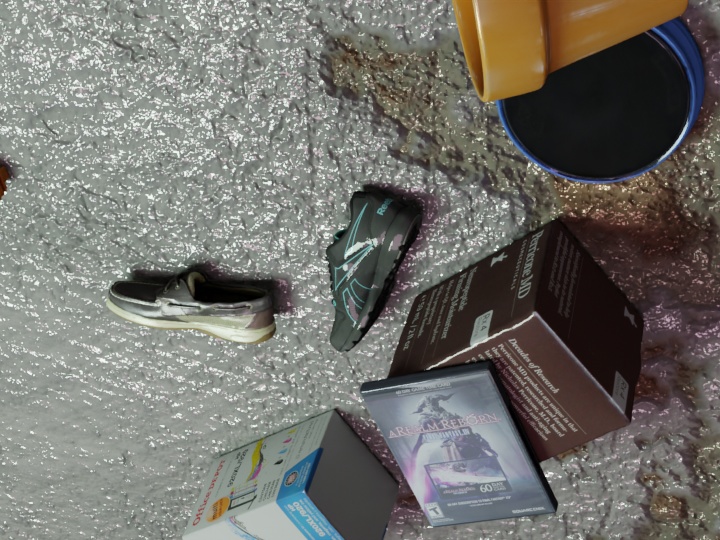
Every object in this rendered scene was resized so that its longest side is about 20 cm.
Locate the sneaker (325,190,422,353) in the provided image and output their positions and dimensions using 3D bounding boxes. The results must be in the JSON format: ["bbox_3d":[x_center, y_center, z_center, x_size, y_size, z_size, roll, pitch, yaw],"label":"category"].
[{"bbox_3d":[0.000,0.000,1.487,0.079,0.075,0.200,29,122,9],"label":"sneaker"}]

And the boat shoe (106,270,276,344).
[{"bbox_3d":[-0.191,0.031,1.565,0.199,0.073,0.065,9,117,6],"label":"boat shoe"}]

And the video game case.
[{"bbox_3d":[0.102,0.182,1.404,0.142,0.019,0.200,-12,124,25],"label":"video game case"}]

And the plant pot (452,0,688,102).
[{"bbox_3d":[0.172,-0.259,1.160,0.183,0.200,0.201,-12,124,1],"label":"plant pot"}]

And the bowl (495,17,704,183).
[{"bbox_3d":[0.222,-0.170,1.300,0.200,0.039,0.201,8,128,11],"label":"bowl"}]

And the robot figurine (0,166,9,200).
[{"bbox_3d":[-0.503,-0.118,1.537,0.199,0.058,0.145,-1,127,11],"label":"robot figurine"}]

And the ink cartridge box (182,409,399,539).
[{"bbox_3d":[-0.085,0.294,1.676,0.200,0.147,0.145,-25,116,30],"label":"ink cartridge box"}]

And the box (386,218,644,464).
[{"bbox_3d":[0.163,0.089,1.433,0.200,0.166,0.164,-31,112,33],"label":"box"}]
